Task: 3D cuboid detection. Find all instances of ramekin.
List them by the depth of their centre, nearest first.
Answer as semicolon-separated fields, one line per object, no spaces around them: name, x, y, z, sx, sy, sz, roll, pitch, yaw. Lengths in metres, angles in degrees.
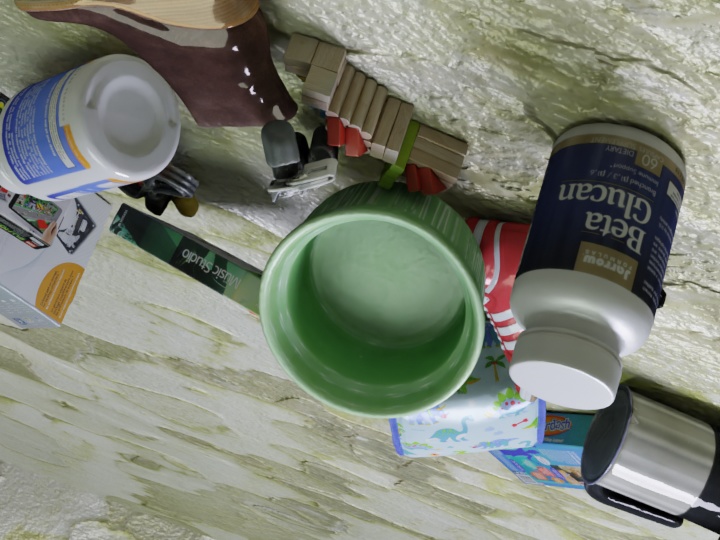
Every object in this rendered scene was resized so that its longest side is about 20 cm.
ramekin;0.017;0.020;1.142;0.198;0.098;0.202;6;117;11

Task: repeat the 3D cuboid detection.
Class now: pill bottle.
pill bottle;0.178;-0.002;0.995;0.110;0.202;0.111;16;157;7
pill bottle;-0.263;-0.124;1.187;0.199;0.113;0.112;-7;146;46

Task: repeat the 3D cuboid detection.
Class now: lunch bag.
lunch bag;0.114;0.141;1.409;0.168;0.129;0.201;-5;146;5

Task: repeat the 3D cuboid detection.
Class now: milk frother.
milk frother;0.337;0.262;1.424;0.186;0.201;0.181;22;127;-6

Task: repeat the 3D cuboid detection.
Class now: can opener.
can opener;-0.047;-0.101;1.048;0.053;0.068;0.200;-12;-165;4

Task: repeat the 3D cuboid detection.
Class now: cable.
cable;-0.195;-0.094;1.253;0.097;0.051;0.200;36;165;-5

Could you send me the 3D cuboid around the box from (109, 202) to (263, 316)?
box;-0.134;0.002;1.281;0.199;0.037;0.144;26;180;24

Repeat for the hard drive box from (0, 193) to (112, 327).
hard drive box;-0.383;-0.053;1.383;0.076;0.157;0.200;-2;149;40

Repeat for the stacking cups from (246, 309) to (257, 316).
stacking cups;-0.034;0.065;1.498;0.198;0.061;0.061;21;157;5

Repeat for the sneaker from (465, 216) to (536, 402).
sneaker;0.132;0.033;1.226;0.111;0.071;0.202;13;130;18

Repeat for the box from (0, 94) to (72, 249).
box;-0.373;-0.118;1.290;0.035;0.111;0.200;-8;144;47

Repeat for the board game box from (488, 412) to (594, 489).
board game box;0.262;0.229;1.633;0.198;0.045;0.152;0;150;38

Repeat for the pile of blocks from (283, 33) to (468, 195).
pile of blocks;0.002;-0.111;1.071;0.199;0.063;0.082;34;153;-29

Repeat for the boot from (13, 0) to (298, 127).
boot;-0.161;-0.174;1.021;0.198;0.073;0.167;0;138;23

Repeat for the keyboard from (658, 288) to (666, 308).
keyboard;0.207;0.016;1.243;0.199;0.040;0.105;-10;120;51
